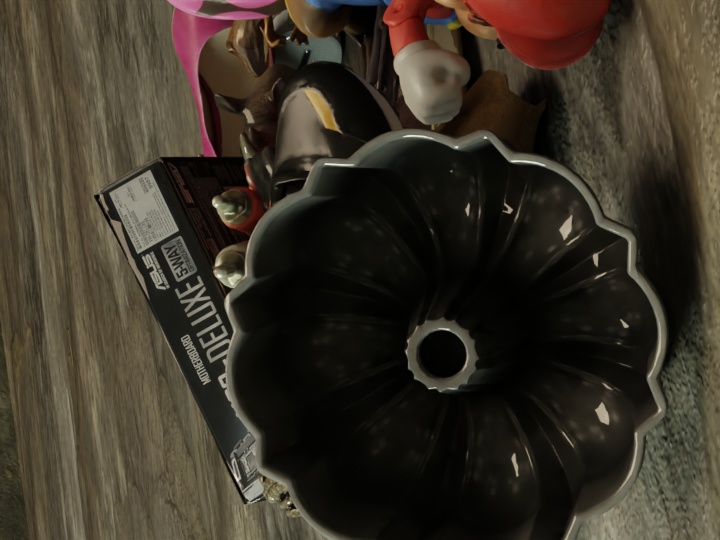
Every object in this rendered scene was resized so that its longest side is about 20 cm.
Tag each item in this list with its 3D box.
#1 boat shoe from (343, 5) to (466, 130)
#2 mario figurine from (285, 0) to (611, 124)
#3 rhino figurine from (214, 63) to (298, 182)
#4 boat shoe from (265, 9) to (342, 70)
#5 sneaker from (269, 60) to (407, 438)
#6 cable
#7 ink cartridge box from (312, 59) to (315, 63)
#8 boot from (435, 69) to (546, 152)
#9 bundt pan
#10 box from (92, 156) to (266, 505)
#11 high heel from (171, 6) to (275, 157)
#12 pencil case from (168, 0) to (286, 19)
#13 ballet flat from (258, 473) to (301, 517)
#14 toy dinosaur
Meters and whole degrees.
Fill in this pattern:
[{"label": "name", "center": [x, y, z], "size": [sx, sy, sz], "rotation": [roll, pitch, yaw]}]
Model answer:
[{"label": "boat shoe", "center": [0.015, -0.150, 1.615], "size": [0.072, 0.065, 0.200], "rotation": [104, 159, -60]}, {"label": "mario figurine", "center": [0.050, -0.129, 1.399], "size": [0.200, 0.106, 0.124], "rotation": [16, 96, 54]}, {"label": "rhino figurine", "center": [-0.037, -0.077, 1.722], "size": [0.200, 0.060, 0.087], "rotation": [-7, -90, -71]}, {"label": "boat shoe", "center": [-0.053, -0.113, 1.934], "size": [0.200, 0.072, 0.062], "rotation": [118, 158, -47]}, {"label": "sneaker", "center": [-0.019, -0.004, 1.400], "size": [0.070, 0.090, 0.200], "rotation": [-15, 81, 43]}, {"label": "cable", "center": [-0.041, -0.013, 1.638], "size": [0.200, 0.050, 0.097], "rotation": [17, -120, -78]}, {"label": "ink cartridge box", "center": [0.000, 0.000, 1.636], "size": [0.200, 0.050, 0.162], "rotation": [-116, 4, -51]}, {"label": "boot", "center": [0.059, -0.054, 1.509], "size": [0.075, 0.074, 0.200], "rotation": [-64, 6, -7]}, {"label": "bundt pan", "center": [0.044, 0.032, 1.314], "size": [0.076, 0.202, 0.202], "rotation": [-31, -60, -73]}, {"label": "box", "center": [-0.060, 0.030, 1.711], "size": [0.200, 0.050, 0.158], "rotation": [63, -160, 7]}, {"label": "high heel", "center": [-0.073, -0.101, 1.817], "size": [0.096, 0.067, 0.200], "rotation": [-131, 41, -52]}, {"label": "pencil case", "center": [-0.045, -0.208, 1.506], "size": [0.200, 0.094, 0.091], "rotation": [120, 147, -58]}, {"label": "ballet flat", "center": [-0.010, 0.114, 1.610], "size": [0.067, 0.046, 0.200], "rotation": [58, -168, 11]}, {"label": "toy dinosaur", "center": [-0.031, -0.194, 1.696], "size": [0.200, 0.060, 0.106], "rotation": [-59, 40, 22]}]
